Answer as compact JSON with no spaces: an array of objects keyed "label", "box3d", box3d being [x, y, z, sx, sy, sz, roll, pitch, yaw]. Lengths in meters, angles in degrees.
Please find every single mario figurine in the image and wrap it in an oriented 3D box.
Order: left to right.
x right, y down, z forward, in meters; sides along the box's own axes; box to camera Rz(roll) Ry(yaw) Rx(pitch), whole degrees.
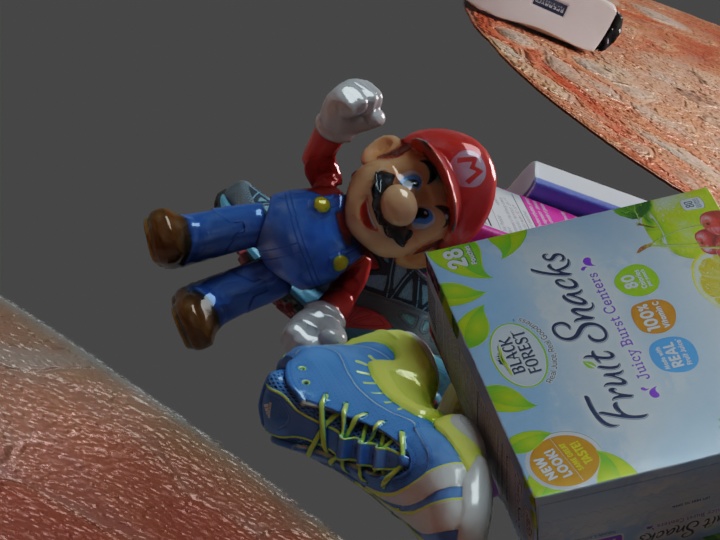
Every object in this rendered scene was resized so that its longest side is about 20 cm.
[{"label":"mario figurine","box3d":[-0.019,-0.026,1.618,0.200,0.124,0.106,-21,42,1]}]

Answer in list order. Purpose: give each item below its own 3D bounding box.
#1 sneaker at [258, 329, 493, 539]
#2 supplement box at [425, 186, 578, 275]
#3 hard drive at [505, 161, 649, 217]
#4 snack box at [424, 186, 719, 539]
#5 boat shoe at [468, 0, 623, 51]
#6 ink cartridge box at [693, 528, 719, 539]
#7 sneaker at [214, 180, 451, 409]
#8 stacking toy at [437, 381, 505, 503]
[{"label":"sneaker","box3d":[0.002,0.098,1.530,0.105,0.076,0.200,0,24,-14]},{"label":"supplement box","box3d":[0.119,0.023,1.824,0.200,0.101,0.103,20,19,-14]},{"label":"hard drive","box3d":[0.172,0.001,1.925,0.200,0.132,0.025,19,50,-19]},{"label":"snack box","box3d":[0.140,0.056,1.520,0.168,0.068,0.200,-12,41,-8]},{"label":"boat shoe","box3d":[0.159,-0.280,2.840,0.200,0.075,0.093,29,9,-15]},{"label":"ink cartridge box","box3d":[0.259,0.197,1.529,0.200,0.088,0.145,9,22,-45]},{"label":"sneaker","box3d":[0.000,0.000,1.714,0.200,0.096,0.079,39,-11,25]},{"label":"stacking toy","box3d":[0.140,0.120,1.628,0.200,0.085,0.085,27,16,-15]}]
